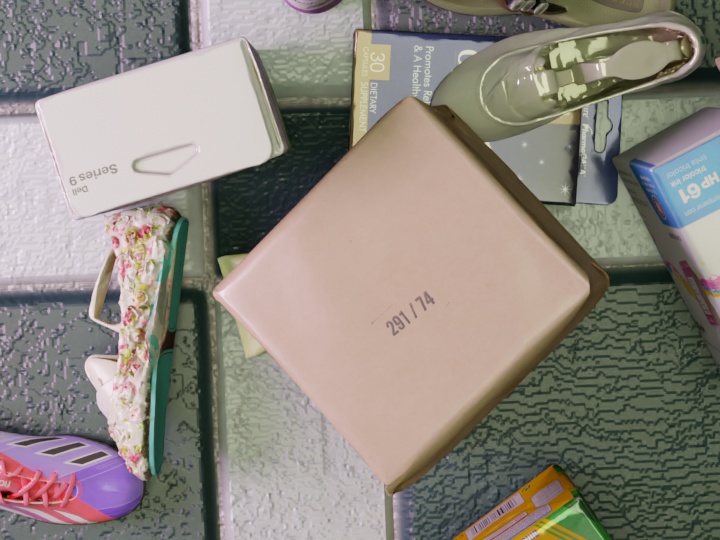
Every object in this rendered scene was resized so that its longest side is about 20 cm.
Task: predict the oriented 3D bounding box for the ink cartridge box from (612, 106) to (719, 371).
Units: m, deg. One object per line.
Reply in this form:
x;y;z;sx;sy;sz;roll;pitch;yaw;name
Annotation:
0.267;-0.006;1.366;0.085;0.145;0.200;-29;97;1;ink cartridge box

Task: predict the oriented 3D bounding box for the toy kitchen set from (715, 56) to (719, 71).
0.334;-0.103;1.322;0.200;0.180;0.163;-26;95;-15;toy kitchen set

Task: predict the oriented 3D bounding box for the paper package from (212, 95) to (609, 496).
0.037;0.013;1.327;0.200;0.103;0.191;-45;81;12;paper package

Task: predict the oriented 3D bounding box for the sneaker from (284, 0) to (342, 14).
0.014;-0.264;1.356;0.073;0.114;0.200;32;92;-2;sneaker

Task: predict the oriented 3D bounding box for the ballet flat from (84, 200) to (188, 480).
-0.164;0.049;1.401;0.064;0.076;0.200;5;85;5;ballet flat

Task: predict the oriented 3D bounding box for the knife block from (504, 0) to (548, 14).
0.105;-0.283;1.343;0.064;0.200;0.176;-21;119;41;knife block

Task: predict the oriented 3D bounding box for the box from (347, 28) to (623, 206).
0.092;-0.110;1.412;0.200;0.032;0.121;2;94;-3;box

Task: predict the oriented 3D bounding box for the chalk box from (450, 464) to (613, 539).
0.156;0.262;1.397;0.124;0.124;0.200;-36;95;2;chalk box

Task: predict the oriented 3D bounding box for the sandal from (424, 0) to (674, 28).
0.129;-0.213;1.390;0.201;0.057;0.080;11;94;-3;sandal

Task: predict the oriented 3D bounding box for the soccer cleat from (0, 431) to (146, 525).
-0.255;0.146;1.401;0.200;0.073;0.068;13;94;-2;soccer cleat

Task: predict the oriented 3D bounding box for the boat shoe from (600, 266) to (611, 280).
0.089;0.051;1.409;0.201;0.072;0.066;-41;77;9;boat shoe

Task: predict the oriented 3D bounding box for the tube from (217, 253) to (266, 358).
0.000;0.000;1.412;0.200;0.052;0.058;-16;52;8;tube

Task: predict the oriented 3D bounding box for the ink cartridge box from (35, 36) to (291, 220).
-0.128;-0.096;1.321;0.146;0.200;0.084;-18;94;0;ink cartridge box

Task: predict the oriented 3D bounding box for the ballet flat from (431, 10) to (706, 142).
0.147;-0.139;1.363;0.200;0.069;0.069;-16;95;-1;ballet flat
